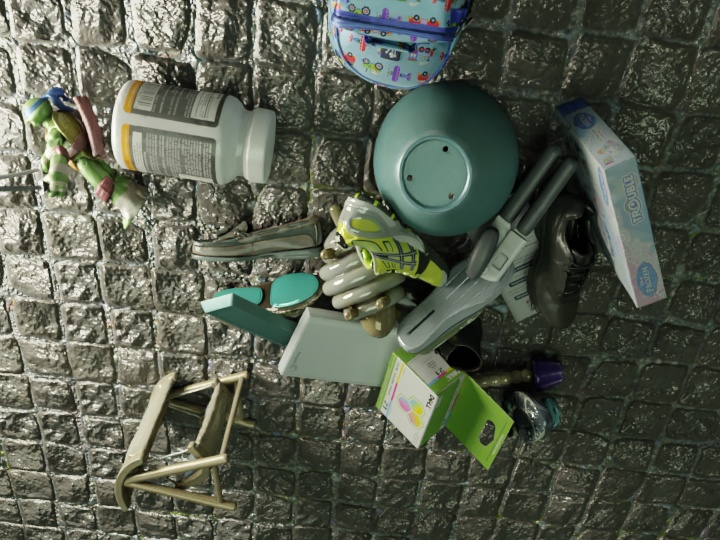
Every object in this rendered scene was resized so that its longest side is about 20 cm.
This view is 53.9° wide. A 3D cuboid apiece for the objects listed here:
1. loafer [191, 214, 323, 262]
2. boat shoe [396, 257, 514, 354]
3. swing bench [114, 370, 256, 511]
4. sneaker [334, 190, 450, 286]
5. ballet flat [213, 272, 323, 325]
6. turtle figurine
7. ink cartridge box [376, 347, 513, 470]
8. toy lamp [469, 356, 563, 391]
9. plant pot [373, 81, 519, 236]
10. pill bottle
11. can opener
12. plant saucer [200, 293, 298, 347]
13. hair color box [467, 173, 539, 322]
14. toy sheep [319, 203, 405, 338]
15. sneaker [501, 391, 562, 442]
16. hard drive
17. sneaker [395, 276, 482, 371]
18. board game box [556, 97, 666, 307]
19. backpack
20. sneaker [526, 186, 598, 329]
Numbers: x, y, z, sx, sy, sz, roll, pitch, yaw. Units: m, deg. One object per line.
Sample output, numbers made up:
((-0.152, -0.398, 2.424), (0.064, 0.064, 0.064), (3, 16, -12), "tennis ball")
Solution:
((-0.152, -0.050, 1.050), (0.194, 0.072, 0.065), (-2, 104, -4), "loafer")
((0.137, 0.047, 1.015), (0.199, 0.073, 0.062), (-38, 151, 11), "boat shoe")
((-0.290, 0.279, 1.179), (0.194, 0.201, 0.132), (0, 123, 2), "swing bench")
((0.041, -0.026, 0.948), (0.198, 0.075, 0.077), (34, 87, -31), "sneaker")
((-0.138, 0.051, 1.114), (0.195, 0.069, 0.076), (-11, 144, 17), "ballet flat")
((-0.402, -0.121, 0.968), (0.193, 0.203, 0.143), (38, 152, -24), "turtle figurine")
((0.127, 0.222, 1.113), (0.200, 0.075, 0.150), (43, 141, 27), "ink cartridge box")
((0.234, 0.177, 1.169), (0.195, 0.059, 0.059), (-8, 122, 8), "toy lamp")
((0.102, -0.132, 0.899), (0.195, 0.135, 0.205), (4, 107, 12), "plant pot")
((-0.215, -0.178, 0.932), (0.195, 0.117, 0.119), (9, 123, -2), "pill bottle")
((0.206, -0.068, 0.922), (0.053, 0.067, 0.202), (37, 113, 11), "can opener")
((-0.153, 0.081, 1.087), (0.069, 0.019, 0.199), (-14, 152, 31), "plant saucer")
((0.228, -0.032, 1.033), (0.098, 0.061, 0.202), (-24, 118, 18), "hair color box")
((0.000, 0.000, 1.020), (0.135, 0.138, 0.205), (-18, 91, 14), "toy sheep")
((0.286, 0.226, 1.144), (0.084, 0.200, 0.080), (-12, 82, -2), "sneaker")
((-0.017, 0.127, 1.131), (0.196, 0.027, 0.133), (11, 126, -25), "hard drive")
((0.103, 0.077, 1.082), (0.196, 0.107, 0.076), (20, 122, -10), "sneaker")
((0.318, -0.091, 0.906), (0.042, 0.201, 0.203), (-19, 121, 11), "board game box")
((0.042, -0.305, 0.829), (0.178, 0.136, 0.203), (13, 125, -4), "backpack")
((0.277, -0.008, 0.957), (0.074, 0.091, 0.205), (-16, 114, -18), "sneaker")
